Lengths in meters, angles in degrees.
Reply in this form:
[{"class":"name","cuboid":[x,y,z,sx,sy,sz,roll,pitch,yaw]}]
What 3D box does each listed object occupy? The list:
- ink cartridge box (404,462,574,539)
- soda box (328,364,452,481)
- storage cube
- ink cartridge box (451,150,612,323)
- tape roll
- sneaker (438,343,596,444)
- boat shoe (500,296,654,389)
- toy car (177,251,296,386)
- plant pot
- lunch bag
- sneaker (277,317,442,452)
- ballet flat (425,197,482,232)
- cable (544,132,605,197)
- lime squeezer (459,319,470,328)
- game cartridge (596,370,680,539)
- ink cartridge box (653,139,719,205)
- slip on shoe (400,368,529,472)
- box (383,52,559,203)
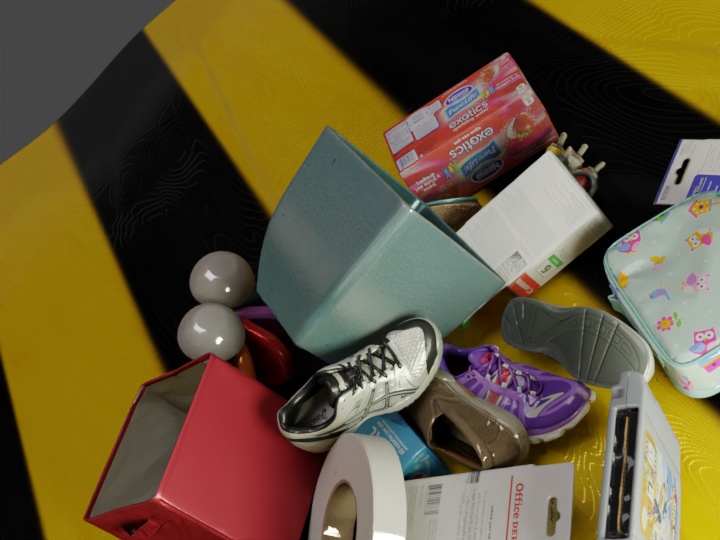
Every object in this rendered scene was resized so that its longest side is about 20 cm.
[{"class":"ink cartridge box","cuboid":[0.126,0.261,1.111,0.198,0.067,0.117,-13,48,31]},{"class":"soda box","cuboid":[0.016,0.178,1.280,0.068,0.064,0.200,-42,40,-2]},{"class":"storage cube","cuboid":[-0.166,0.227,1.260,0.170,0.179,0.201,-25,38,47]},{"class":"ink cartridge box","cuboid":[0.181,-0.031,1.328,0.200,0.050,0.109,-41,52,14]},{"class":"tape roll","cuboid":[-0.007,0.265,1.148,0.203,0.037,0.205,-170,90,-72]},{"class":"sneaker","cuboid":[0.151,0.121,1.198,0.199,0.084,0.081,7,45,42]},{"class":"boat shoe","cuboid":[0.231,0.075,1.186,0.201,0.064,0.075,16,92,54]},{"class":"toy car","cuboid":[-0.148,0.085,1.450,0.148,0.176,0.201,6,49,0]},{"class":"plant pot","cuboid":[0.000,0.000,1.282,0.200,0.195,0.197,-49,44,8]},{"class":"lunch bag","cuboid":[0.340,0.022,1.149,0.160,0.077,0.201,-34,39,11]},{"class":"sneaker","cuboid":[0.000,0.120,1.192,0.200,0.088,0.076,-41,64,6]},{"class":"ballet flat","cuboid":[0.067,-0.049,1.462,0.198,0.070,0.066,-8,75,35]},{"class":"cable","cuboid":[0.216,-0.071,1.385,0.201,0.050,0.097,-51,56,7]},{"class":"lime squeezer","cuboid":[0.040,0.034,1.391,0.070,0.038,0.199,-36,40,-21]},{"class":"game cartridge","cuboid":[0.248,0.207,1.006,0.041,0.133,0.201,-11,49,32]},{"class":"ink cartridge box","cuboid":[0.423,-0.095,1.223,0.199,0.037,0.095,8,60,40]},{"class":"slip on shoe","cuboid":[0.089,0.160,1.205,0.060,0.077,0.199,-24,32,-31]},{"class":"box","cuboid":[0.141,-0.175,1.479,0.199,0.096,0.100,-32,40,11]}]
